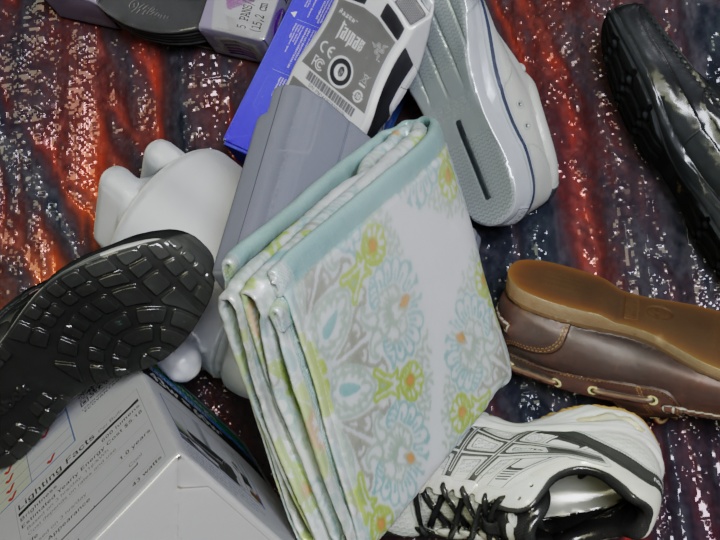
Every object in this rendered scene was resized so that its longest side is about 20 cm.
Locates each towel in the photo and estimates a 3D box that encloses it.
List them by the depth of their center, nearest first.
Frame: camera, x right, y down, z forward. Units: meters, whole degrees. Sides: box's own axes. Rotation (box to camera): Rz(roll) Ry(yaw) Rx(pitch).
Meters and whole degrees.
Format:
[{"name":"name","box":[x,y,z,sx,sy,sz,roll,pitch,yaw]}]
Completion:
[{"name":"towel","box":[0.009,0.032,0.685,0.048,0.200,0.173,1,119,36]}]

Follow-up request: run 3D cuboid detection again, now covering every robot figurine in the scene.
[{"name":"robot figurine","box":[-0.079,0.003,0.796,0.199,0.114,0.169,38,52,17]}]

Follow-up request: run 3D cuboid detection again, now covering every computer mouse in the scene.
[{"name":"computer mouse","box":[0.013,-0.153,0.783,0.110,0.044,0.201,42,116,23]}]

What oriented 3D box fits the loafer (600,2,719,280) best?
[{"name":"loafer","box":[0.217,-0.083,0.791,0.070,0.068,0.203,-27,78,-6]}]

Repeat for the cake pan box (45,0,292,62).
[{"name":"cake pan box","box":[-0.117,-0.254,0.900,0.182,0.052,0.203,15,80,16]}]

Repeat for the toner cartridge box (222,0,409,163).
[{"name":"toner cartridge box","box":[-0.006,-0.151,0.857,0.094,0.043,0.202,24,82,13]}]

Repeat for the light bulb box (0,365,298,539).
[{"name":"light bulb box","box":[-0.148,0.166,0.711,0.198,0.200,0.125,-45,115,-2]}]

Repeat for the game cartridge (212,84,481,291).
[{"name":"game cartridge","box":[0.000,0.000,0.739,0.040,0.199,0.135,3,68,40]}]

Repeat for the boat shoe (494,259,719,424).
[{"name":"boat shoe","box":[0.176,0.055,0.768,0.197,0.070,0.071,19,119,17]}]

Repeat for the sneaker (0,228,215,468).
[{"name":"sneaker","box":[-0.165,0.023,0.715,0.199,0.076,0.088,-33,31,20]}]

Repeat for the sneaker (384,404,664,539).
[{"name":"sneaker","box":[0.079,0.128,0.739,0.197,0.088,0.077,-11,113,11]}]

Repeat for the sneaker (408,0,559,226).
[{"name":"sneaker","box":[0.070,-0.128,0.813,0.072,0.070,0.203,-16,92,40]}]
